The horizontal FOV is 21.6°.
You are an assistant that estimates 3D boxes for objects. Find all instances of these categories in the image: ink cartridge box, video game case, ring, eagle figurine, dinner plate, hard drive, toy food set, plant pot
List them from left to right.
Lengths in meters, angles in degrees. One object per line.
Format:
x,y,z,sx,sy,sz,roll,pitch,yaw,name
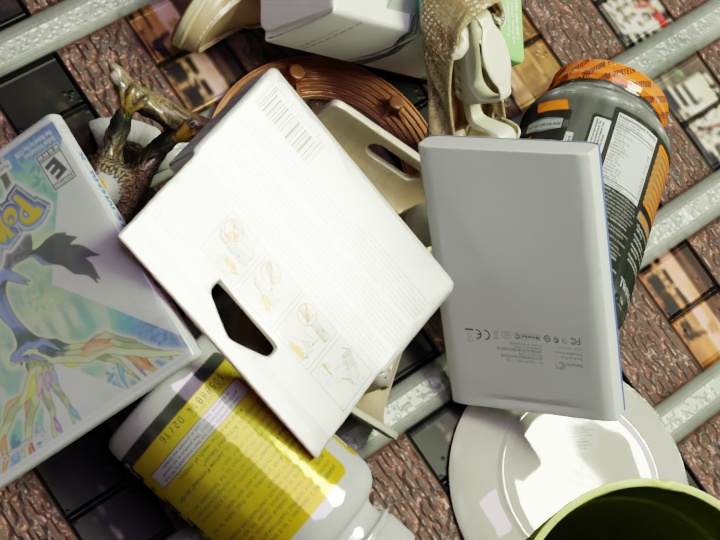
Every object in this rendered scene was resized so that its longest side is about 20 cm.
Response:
-0.229,0.030,1.224,0.199,0.022,0.183,-33,86,12,video game case
-0.182,-0.035,1.304,0.151,0.151,0.201,28,90,37,eagle figurine
-0.053,-0.003,1.261,0.200,0.045,0.176,49,58,-14,ink cartridge box
-0.023,-0.073,1.424,0.198,0.019,0.203,8,66,-19,ring
0.000,0.000,1.348,0.143,0.060,0.202,32,64,-28,toy food set
0.025,-0.233,1.424,0.199,0.084,0.147,8,76,-41,ink cartridge box
0.114,0.005,1.329,0.025,0.131,0.202,-40,128,-51,hard drive
0.160,0.159,1.398,0.198,0.024,0.202,8,65,-19,dinner plate
0.154,0.248,1.251,0.198,0.193,0.203,4,77,-17,plant pot

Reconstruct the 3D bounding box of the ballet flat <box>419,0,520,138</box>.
0.083,-0.121,1.385,0.070,0.202,0.065,-34,40,-29,ballet flat

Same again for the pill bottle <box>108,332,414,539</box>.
-0.062,0.143,1.266,0.200,0.111,0.111,42,60,0,pill bottle

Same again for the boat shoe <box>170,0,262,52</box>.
-0.062,-0.219,1.439,0.065,0.071,0.200,45,59,3,boat shoe

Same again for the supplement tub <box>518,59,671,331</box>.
0.163,-0.052,1.429,0.122,0.123,0.201,26,61,-9,supplement tub
